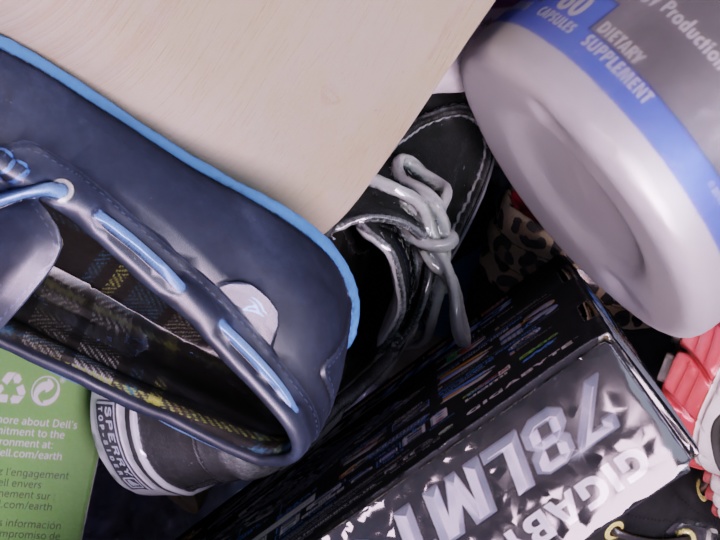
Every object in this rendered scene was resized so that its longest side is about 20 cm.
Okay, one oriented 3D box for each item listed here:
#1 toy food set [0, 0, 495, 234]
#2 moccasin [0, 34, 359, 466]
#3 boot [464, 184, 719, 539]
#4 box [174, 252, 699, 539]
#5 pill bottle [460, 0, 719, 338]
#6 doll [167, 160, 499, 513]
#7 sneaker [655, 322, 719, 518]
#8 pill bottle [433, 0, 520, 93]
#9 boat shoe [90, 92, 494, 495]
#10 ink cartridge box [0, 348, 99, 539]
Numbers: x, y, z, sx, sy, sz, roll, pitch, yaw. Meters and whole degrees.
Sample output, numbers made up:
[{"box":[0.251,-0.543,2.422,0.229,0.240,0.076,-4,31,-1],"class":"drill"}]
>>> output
[{"box":[-0.020,-0.118,0.723,0.143,0.060,0.200,39,82,-44],"class":"toy food set"},{"box":[-0.088,-0.011,0.670,0.200,0.068,0.081,21,136,-16],"class":"moccasin"},{"box":[0.105,0.047,0.944,0.199,0.073,0.151,6,117,-25],"class":"boot"},{"box":[0.000,0.079,0.777,0.200,0.199,0.050,-36,93,4],"class":"box"},{"box":[0.139,-0.082,0.786,0.200,0.114,0.114,-39,120,-10],"class":"pill bottle"},{"box":[-0.004,-0.005,0.896,0.200,0.048,0.137,-41,128,-18],"class":"doll"},{"box":[0.159,0.060,0.874,0.200,0.082,0.078,23,87,-65],"class":"sneaker"},{"box":[0.005,-0.162,0.820,0.112,0.112,0.201,-5,106,-30],"class":"pill bottle"},{"box":[-0.001,-0.002,0.800,0.199,0.068,0.074,-41,116,-43],"class":"boat shoe"},{"box":[-0.124,0.026,0.800,0.059,0.104,0.201,7,100,-33],"class":"ink cartridge box"}]
